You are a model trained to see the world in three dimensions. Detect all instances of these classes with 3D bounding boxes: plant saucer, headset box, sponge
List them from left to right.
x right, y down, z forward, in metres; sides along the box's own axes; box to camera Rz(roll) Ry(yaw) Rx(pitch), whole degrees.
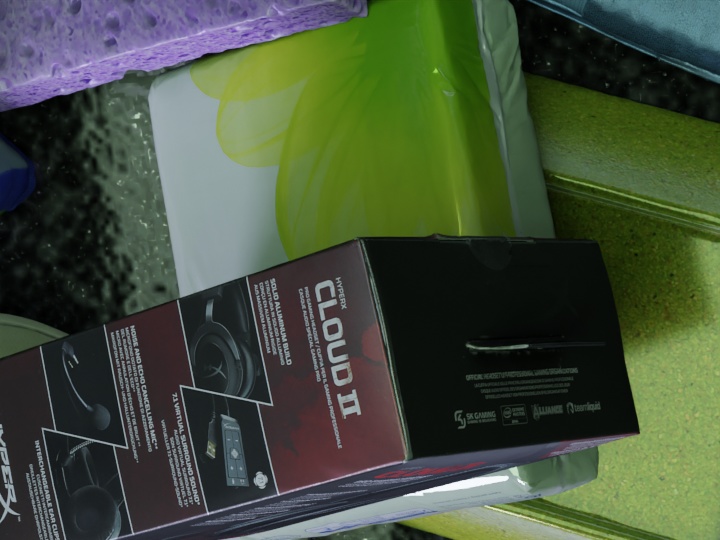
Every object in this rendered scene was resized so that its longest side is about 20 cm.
[{"bbox_3d":[-0.084,-0.136,1.025,0.200,0.030,0.112,-11,73,32],"label":"sponge"},{"bbox_3d":[-0.012,0.043,0.890,0.200,0.149,0.077,-17,81,34],"label":"headset box"},{"bbox_3d":[0.105,0.035,1.039,0.200,0.048,0.200,15,101,12],"label":"plant saucer"}]

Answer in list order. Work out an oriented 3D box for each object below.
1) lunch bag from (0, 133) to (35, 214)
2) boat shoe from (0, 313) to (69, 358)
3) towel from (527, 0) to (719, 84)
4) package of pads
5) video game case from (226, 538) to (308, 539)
[{"bbox_3d":[-0.255,-0.045,1.053,0.200,0.170,0.128,9,100,15],"label":"lunch bag"},{"bbox_3d":[-0.177,0.062,1.068,0.066,0.199,0.075,-38,55,41],"label":"boat shoe"},{"bbox_3d":[0.107,-0.149,1.011,0.200,0.049,0.112,25,99,11],"label":"towel"},{"bbox_3d":[0.000,0.000,1.014,0.154,0.068,0.200,-14,82,36],"label":"package of pads"},{"bbox_3d":[-0.084,0.209,1.110,0.200,0.022,0.182,-20,103,16],"label":"video game case"}]
